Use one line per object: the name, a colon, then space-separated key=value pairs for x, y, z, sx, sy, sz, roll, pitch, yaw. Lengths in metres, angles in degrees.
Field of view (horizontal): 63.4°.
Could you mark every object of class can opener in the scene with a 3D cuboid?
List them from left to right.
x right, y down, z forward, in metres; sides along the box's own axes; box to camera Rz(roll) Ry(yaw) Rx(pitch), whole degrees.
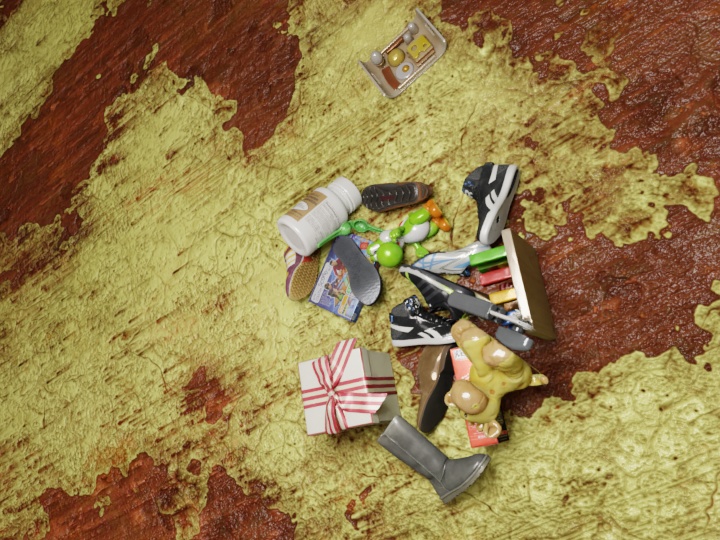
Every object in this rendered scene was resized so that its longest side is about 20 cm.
can opener: x=0.235 y=0.086 z=1.070 sx=0.200 sy=0.053 sz=0.067 roll=27 pitch=90 yaw=55

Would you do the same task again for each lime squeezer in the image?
lime squeezer: x=-0.017 y=-0.092 z=1.412 sx=0.200 sy=0.038 sz=0.071 roll=-9 pitch=61 yaw=-17

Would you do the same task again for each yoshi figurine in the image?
yoshi figurine: x=0.109 y=-0.069 z=1.336 sx=0.200 sy=0.112 sz=0.112 roll=-32 pitch=87 yaw=10

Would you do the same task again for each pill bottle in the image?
pill bottle: x=-0.096 y=-0.137 z=1.424 sx=0.114 sy=0.114 sz=0.200 roll=35 pitch=64 yaw=29

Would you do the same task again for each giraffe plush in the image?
giraffe plush: x=0.231 y=0.213 z=1.101 sx=0.162 sy=0.200 sz=0.173 roll=-54 pitch=20 yaw=2

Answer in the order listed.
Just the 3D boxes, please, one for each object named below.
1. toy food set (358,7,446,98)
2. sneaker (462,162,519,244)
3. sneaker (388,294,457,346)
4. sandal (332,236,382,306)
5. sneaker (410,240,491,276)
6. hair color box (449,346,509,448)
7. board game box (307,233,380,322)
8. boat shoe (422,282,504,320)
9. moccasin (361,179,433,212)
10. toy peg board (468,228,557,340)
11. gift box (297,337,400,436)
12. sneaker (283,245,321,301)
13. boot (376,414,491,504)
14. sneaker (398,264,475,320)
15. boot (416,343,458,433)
toy food set: x=0.104 y=-0.553 z=1.481 sx=0.200 sy=0.060 sz=0.144 roll=-39 pitch=64 yaw=15
sneaker: x=0.268 y=-0.148 z=1.285 sx=0.112 sy=0.073 sz=0.200 roll=13 pitch=65 yaw=33
sneaker: x=0.150 y=0.105 z=1.289 sx=0.200 sy=0.073 sz=0.112 roll=-10 pitch=93 yaw=26
sandal: x=0.000 y=-0.001 z=1.388 sx=0.076 sy=0.043 sz=0.200 roll=-32 pitch=56 yaw=9
sneaker: x=0.200 y=-0.014 z=1.309 sx=0.200 sy=0.072 sz=0.073 roll=-14 pitch=85 yaw=29
hair color box: x=0.246 y=0.257 z=1.205 sx=0.061 sy=0.101 sz=0.200 roll=-18 pitch=72 yaw=22
board game box: x=-0.033 y=0.011 z=1.440 sx=0.135 sy=0.034 sz=0.200 roll=23 pitch=89 yaw=29
boat shoe: x=0.227 y=0.068 z=1.280 sx=0.200 sy=0.073 sz=0.063 roll=22 pitch=95 yaw=40
moccasin: x=0.084 y=-0.183 z=1.404 sx=0.201 sy=0.078 sz=0.074 roll=-9 pitch=90 yaw=44
toy peg board: x=0.303 y=0.043 z=1.169 sx=0.098 sy=0.200 sz=0.199 roll=-17 pitch=72 yaw=27
gift box: x=-0.017 y=0.259 z=1.292 sx=0.200 sy=0.187 sz=0.185 roll=-23 pitch=70 yaw=22
sneaker: x=-0.159 y=-0.013 z=1.488 sx=0.090 sy=0.075 sz=0.200 roll=-8 pitch=58 yaw=45
boot: x=0.147 y=0.370 z=1.205 sx=0.200 sy=0.073 sz=0.182 roll=47 pitch=123 yaw=15
sneaker: x=0.151 y=0.049 z=1.250 sx=0.200 sy=0.072 sz=0.083 roll=27 pitch=98 yaw=39
boot: x=0.155 y=0.253 z=1.281 sx=0.075 sy=0.074 sz=0.200 roll=9 pitch=76 yaw=44
